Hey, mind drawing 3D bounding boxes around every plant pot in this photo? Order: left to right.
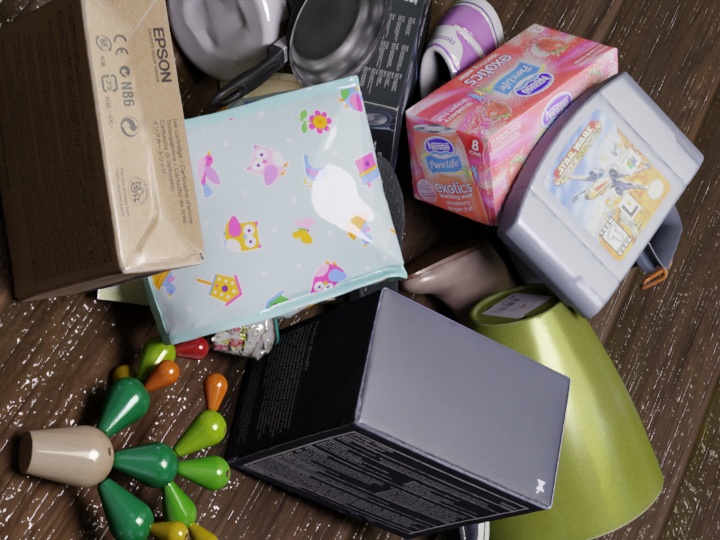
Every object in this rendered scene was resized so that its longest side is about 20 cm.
[{"bbox_3d":[0.166,0.122,1.666,0.187,0.186,0.202,-37,117,-47],"label":"plant pot"}]

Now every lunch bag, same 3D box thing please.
[{"bbox_3d":[-0.084,-0.045,1.395,0.198,0.122,0.172,-16,94,-13],"label":"lunch bag"}]

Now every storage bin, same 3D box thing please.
[{"bbox_3d":[0.227,-0.040,1.772,0.146,0.134,0.200,60,21,-7],"label":"storage bin"}]

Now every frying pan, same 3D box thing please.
[{"bbox_3d":[-0.045,-0.176,1.476,0.190,0.031,0.115,-47,146,-12],"label":"frying pan"}]

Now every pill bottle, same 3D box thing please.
[{"bbox_3d":[-0.065,-0.244,1.548,0.200,0.110,0.112,-37,110,-47],"label":"pill bottle"}]

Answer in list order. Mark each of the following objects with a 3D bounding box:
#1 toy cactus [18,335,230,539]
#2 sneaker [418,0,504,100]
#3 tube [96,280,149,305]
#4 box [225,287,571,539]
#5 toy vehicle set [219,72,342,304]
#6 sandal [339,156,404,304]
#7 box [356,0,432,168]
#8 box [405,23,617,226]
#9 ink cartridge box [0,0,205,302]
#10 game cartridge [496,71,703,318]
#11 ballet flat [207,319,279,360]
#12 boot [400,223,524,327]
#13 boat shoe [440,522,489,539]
[{"bbox_3d":[-0.178,0.141,1.362,0.164,0.102,0.202,9,77,-29],"label":"toy cactus"},{"bbox_3d":[0.106,-0.151,1.756,0.115,0.072,0.201,-56,133,-39],"label":"sneaker"},{"bbox_3d":[-0.173,-0.073,1.432,0.057,0.052,0.202,3,81,-5],"label":"tube"},{"bbox_3d":[0.032,0.122,1.478,0.199,0.198,0.124,26,64,-27],"label":"box"},{"bbox_3d":[-0.063,-0.071,1.577,0.124,0.026,0.202,2,81,-50],"label":"toy vehicle set"},{"bbox_3d":[-0.001,0.001,1.586,0.075,0.048,0.203,-12,106,-52],"label":"sandal"},{"bbox_3d":[0.028,-0.187,1.628,0.161,0.043,0.202,96,7,-62],"label":"box"},{"bbox_3d":[0.143,-0.136,1.668,0.200,0.102,0.095,-36,133,-35],"label":"box"},{"bbox_3d":[-0.196,-0.089,1.305,0.075,0.164,0.202,-8,88,-37],"label":"ink cartridge box"},{"bbox_3d":[0.212,-0.075,1.618,0.133,0.041,0.201,45,68,-20],"label":"game cartridge"},{"bbox_3d":[-0.111,-0.025,1.484,0.063,0.076,0.202,-7,80,-17],"label":"ballet flat"},{"bbox_3d":[0.116,0.040,1.736,0.199,0.070,0.148,-28,105,-49],"label":"boot"},{"bbox_3d":[0.071,0.183,1.646,0.062,0.075,0.202,-8,81,-22],"label":"boat shoe"}]
